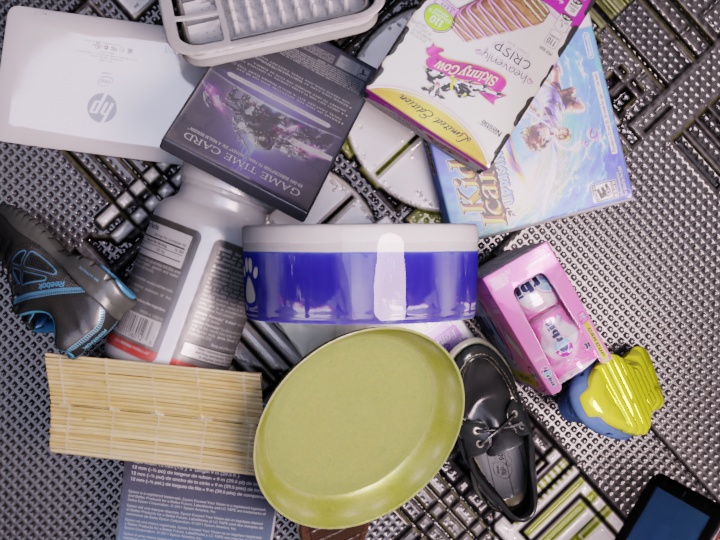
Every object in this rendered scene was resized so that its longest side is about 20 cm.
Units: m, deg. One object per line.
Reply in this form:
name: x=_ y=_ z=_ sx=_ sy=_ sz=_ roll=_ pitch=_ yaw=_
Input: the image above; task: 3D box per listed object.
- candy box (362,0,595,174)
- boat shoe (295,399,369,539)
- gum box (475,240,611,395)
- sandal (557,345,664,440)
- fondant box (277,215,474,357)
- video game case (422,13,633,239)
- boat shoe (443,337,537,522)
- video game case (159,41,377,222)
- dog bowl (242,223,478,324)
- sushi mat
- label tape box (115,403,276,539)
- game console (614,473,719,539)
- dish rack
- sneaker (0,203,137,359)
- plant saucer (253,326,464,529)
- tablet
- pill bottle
candy box: x=0.110 y=-0.209 z=1.125 sx=0.136 sy=0.061 sz=0.200 roll=32 pitch=88 yaw=-2
boat shoe: x=-0.032 y=0.181 z=1.146 sx=0.074 sy=0.075 sz=0.203 roll=-9 pitch=122 yaw=-16
gum box: x=0.152 y=0.041 z=1.103 sx=0.066 sy=0.200 sz=0.114 roll=-31 pitch=90 yaw=-3
sandal: x=0.221 y=0.120 z=1.128 sx=0.087 sy=0.200 sz=0.080 roll=-22 pitch=79 yaw=21
fondant box: x=0.024 y=0.069 z=1.167 sx=0.144 sy=0.058 sz=0.200 roll=-36 pitch=94 yaw=-3
video game case: x=0.150 y=-0.142 z=1.181 sx=0.180 sy=0.045 sz=0.201 roll=-15 pitch=91 yaw=-3
boat shoe: x=0.125 y=0.154 z=1.126 sx=0.074 sy=0.066 sz=0.200 roll=-19 pitch=122 yaw=-14
video game case: x=-0.078 y=-0.149 z=1.123 sx=0.142 sy=0.019 sz=0.200 roll=27 pitch=53 yaw=-4
dog bowl: x=0.000 y=0.000 z=1.037 sx=0.199 sy=0.200 sz=0.079 roll=0 pitch=91 yaw=-4
sushi mat: x=-0.179 y=0.125 z=1.070 sx=0.199 sy=0.012 sz=0.096 roll=5 pitch=104 yaw=9
label tape box: x=-0.146 y=0.200 z=1.133 sx=0.143 sy=0.066 sz=0.201 roll=8 pitch=102 yaw=-3
game console: x=0.217 y=0.256 z=1.110 sx=0.171 sy=0.200 sz=0.119 roll=1 pitch=89 yaw=-3
dish rack: x=-0.085 y=-0.257 z=1.134 sx=0.199 sy=0.044 sz=0.172 roll=-13 pitch=52 yaw=-4
sneaker: x=-0.290 y=0.005 z=1.095 sx=0.200 sy=0.073 sz=0.082 roll=29 pitch=76 yaw=36
plant saucer: x=-0.004 y=0.132 z=1.062 sx=0.199 sy=0.031 sz=0.201 roll=-11 pitch=119 yaw=-22
tablet: x=-0.243 y=-0.175 z=1.170 sx=0.199 sy=0.014 sz=0.131 roll=7 pitch=90 yaw=-3
pill bottle: x=-0.149 y=0.001 z=1.126 sx=0.115 sy=0.116 sz=0.201 roll=21 pitch=89 yaw=-4
